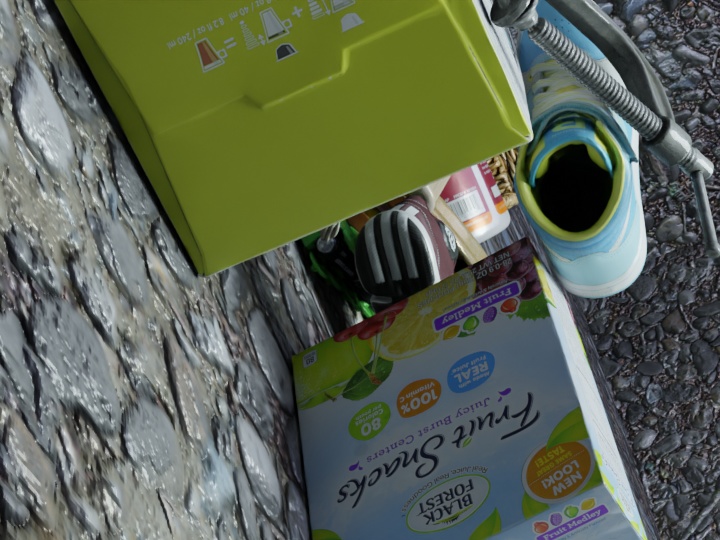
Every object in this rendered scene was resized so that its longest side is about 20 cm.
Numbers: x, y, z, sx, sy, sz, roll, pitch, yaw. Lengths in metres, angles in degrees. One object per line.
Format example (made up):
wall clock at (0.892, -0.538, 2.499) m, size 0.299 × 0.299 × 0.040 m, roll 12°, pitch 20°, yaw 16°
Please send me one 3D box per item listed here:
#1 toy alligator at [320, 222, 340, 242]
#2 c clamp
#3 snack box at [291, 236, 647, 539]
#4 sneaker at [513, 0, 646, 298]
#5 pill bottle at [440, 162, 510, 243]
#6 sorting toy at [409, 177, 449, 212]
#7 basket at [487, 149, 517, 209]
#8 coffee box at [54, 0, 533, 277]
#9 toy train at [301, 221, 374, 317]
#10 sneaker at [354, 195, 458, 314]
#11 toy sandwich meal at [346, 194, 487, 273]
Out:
toy alligator at (-0.049, -0.092, 1.064) m, size 0.054 × 0.059 × 0.201 m, roll 17°, pitch 33°, yaw -19°
c clamp at (0.127, -0.119, 0.824) m, size 0.200 × 0.027 × 0.171 m, roll 38°, pitch 30°, yaw -22°
snack box at (0.053, 0.097, 0.846) m, size 0.068 × 0.168 × 0.201 m, roll 51°, pitch 17°, yaw -38°
sneaker at (0.126, -0.094, 0.885) m, size 0.131 × 0.079 × 0.201 m, roll 43°, pitch 36°, yaw -69°
pill bottle at (0.060, -0.114, 1.470) m, size 0.113 × 0.112 × 0.201 m, roll -41°, pitch 108°, yaw -79°
sorting toy at (0.014, -0.146, 1.185) m, size 0.186 × 0.036 × 0.200 m, roll 56°, pitch 20°, yaw -11°
basket at (0.090, -0.148, 1.595) m, size 0.143 × 0.148 × 0.201 m, roll 4°, pitch 65°, yaw -78°
coffee box at (-0.036, -0.150, 0.843) m, size 0.198 × 0.199 × 0.201 m, roll -85°, pitch 151°, yaw -67°
toy train at (0.000, 0.000, 1.145) m, size 0.057 × 0.042 × 0.200 m, roll 60°, pitch 7°, yaw 25°
sneaker at (0.055, 0.038, 1.103) m, size 0.116 × 0.075 × 0.201 m, roll -54°, pitch 137°, yaw -64°
toy sandwich meal at (0.037, -0.030, 1.266) m, size 0.205 × 0.070 × 0.205 m, roll 48°, pitch -3°, yaw 4°
